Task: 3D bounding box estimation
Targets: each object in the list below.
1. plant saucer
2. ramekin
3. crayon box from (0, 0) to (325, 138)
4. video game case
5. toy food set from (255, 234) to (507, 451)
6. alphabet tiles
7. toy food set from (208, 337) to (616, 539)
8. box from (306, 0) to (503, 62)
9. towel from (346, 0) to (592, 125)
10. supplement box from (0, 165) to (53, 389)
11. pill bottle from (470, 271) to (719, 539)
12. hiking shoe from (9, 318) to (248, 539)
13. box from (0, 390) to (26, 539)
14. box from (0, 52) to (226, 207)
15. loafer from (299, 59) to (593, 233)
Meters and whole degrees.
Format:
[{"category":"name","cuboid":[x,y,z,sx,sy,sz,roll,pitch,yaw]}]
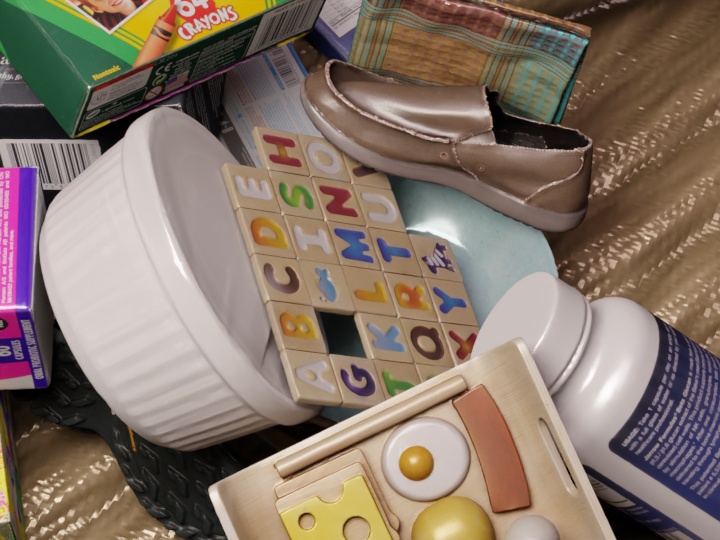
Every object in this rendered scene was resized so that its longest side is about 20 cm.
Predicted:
[{"category":"plant saucer","cuboid":[0.026,0.021,1.524,0.200,0.039,0.202,0,60,0]},{"category":"ramekin","cuboid":[-0.107,0.014,1.413,0.094,0.202,0.203,-29,60,16]},{"category":"crayon box","cuboid":[-0.148,-0.195,1.512,0.200,0.058,0.173,-28,70,-34]},{"category":"video game case","cuboid":[-0.114,-0.074,1.650,0.199,0.018,0.143,-23,63,-12]},{"category":"toy food set","cuboid":[0.003,0.044,1.561,0.199,0.049,0.199,12,61,8]},{"category":"alphabet tiles","cuboid":[0.000,0.000,1.453,0.167,0.008,0.201,8,52,-39]},{"category":"toy food set","cuboid":[0.031,0.145,1.352,0.199,0.060,0.144,-25,88,-3]},{"category":"box","cuboid":[0.031,-0.179,1.699,0.121,0.032,0.200,-35,66,-17]},{"category":"towel","cuboid":[0.062,-0.122,1.540,0.146,0.200,0.022,15,67,0]},{"category":"supplement box","cuboid":[-0.286,0.008,1.418,0.199,0.101,0.104,-1,61,0]},{"category":"pill bottle","cuboid":[0.166,0.085,1.447,0.200,0.111,0.111,33,59,-22]},{"category":"hiking shoe","cuboid":[-0.127,0.093,1.519,0.200,0.074,0.087,41,29,4]},{"category":"box","cuboid":[-0.314,0.107,1.489,0.192,0.122,0.201,-9,60,-6]},{"category":"box","cuboid":[-0.196,-0.143,1.613,0.199,0.124,0.197,0,51,6]},{"category":"loafer","cuboid":[0.060,-0.094,1.516,0.199,0.071,0.073,20,31,-6]}]
